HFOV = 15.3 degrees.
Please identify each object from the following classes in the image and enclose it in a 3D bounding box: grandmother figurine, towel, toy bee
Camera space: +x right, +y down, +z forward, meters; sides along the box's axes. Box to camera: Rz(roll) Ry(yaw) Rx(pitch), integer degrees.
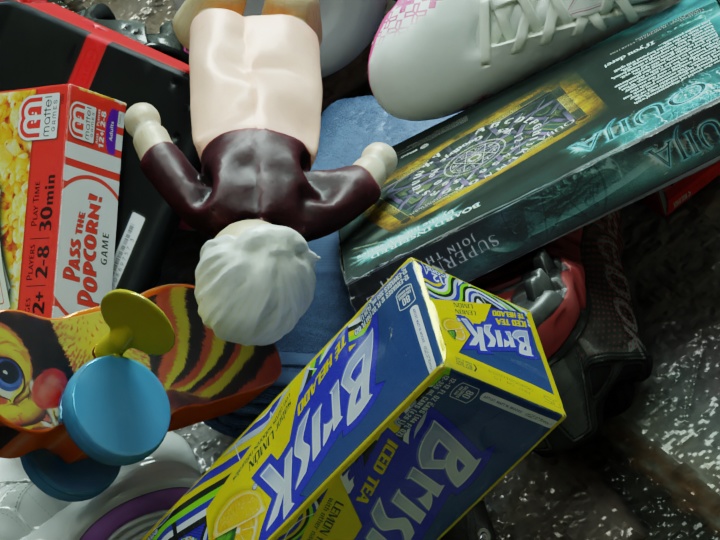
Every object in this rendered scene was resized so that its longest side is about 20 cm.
[{"bbox_3d":[-0.044,-0.047,1.188,0.121,0.061,0.200,-1,45,1],"label":"grandmother figurine"},{"bbox_3d":[0.000,0.000,1.278,0.112,0.049,0.200,3,50,26],"label":"towel"},{"bbox_3d":[-0.130,0.043,1.140,0.131,0.109,0.200,-34,-4,31],"label":"toy bee"}]

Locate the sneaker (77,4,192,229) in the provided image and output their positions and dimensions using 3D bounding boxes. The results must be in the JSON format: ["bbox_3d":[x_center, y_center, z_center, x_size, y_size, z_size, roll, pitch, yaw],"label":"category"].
[{"bbox_3d":[-0.108,-0.089,1.382,0.084,0.077,0.200,-38,48,-17],"label":"sneaker"}]

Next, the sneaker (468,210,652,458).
[{"bbox_3d":[0.089,0.015,1.209,0.071,0.098,0.200,-22,20,21],"label":"sneaker"}]

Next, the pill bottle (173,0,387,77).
[{"bbox_3d":[-0.037,-0.189,1.421,0.112,0.112,0.200,-14,29,10],"label":"pill bottle"}]

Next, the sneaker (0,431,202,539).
[{"bbox_3d":[-0.164,0.124,1.218,0.200,0.075,0.100,-18,36,-7],"label":"sneaker"}]

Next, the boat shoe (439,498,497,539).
[{"bbox_3d":[0.033,0.144,1.127,0.067,0.057,0.200,-44,28,32],"label":"boat shoe"}]

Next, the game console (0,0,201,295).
[{"bbox_3d":[-0.160,-0.026,1.318,0.177,0.031,0.200,26,96,35],"label":"game console"}]

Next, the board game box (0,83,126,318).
[{"bbox_3d":[-0.208,-0.005,1.299,0.200,0.046,0.152,-4,78,34],"label":"board game box"}]

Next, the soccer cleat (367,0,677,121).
[{"bbox_3d":[0.095,-0.133,1.250,0.200,0.070,0.086,-34,26,-17],"label":"soccer cleat"}]

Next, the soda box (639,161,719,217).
[{"bbox_3d":[0.105,-0.107,1.328,0.070,0.063,0.200,-37,44,-15],"label":"soda box"}]

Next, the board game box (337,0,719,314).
[{"bbox_3d":[0.082,-0.052,1.190,0.200,0.028,0.135,-26,22,9],"label":"board game box"}]

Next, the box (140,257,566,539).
[{"bbox_3d":[-0.009,0.090,1.104,0.200,0.070,0.064,-47,38,27],"label":"box"}]
